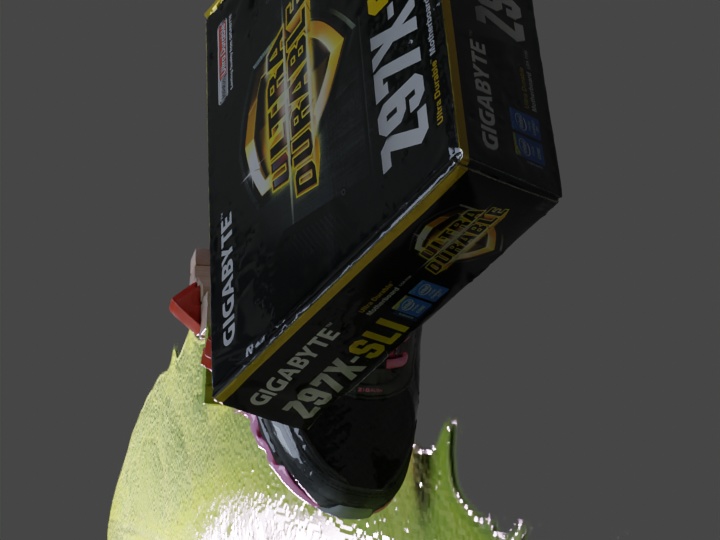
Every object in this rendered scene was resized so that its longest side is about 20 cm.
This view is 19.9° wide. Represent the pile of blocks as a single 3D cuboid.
[{"bbox_3d":[-0.084,0.043,1.244,0.200,0.062,0.083,-120,36,-71],"label":"pile of blocks"}]

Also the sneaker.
[{"bbox_3d":[0.000,0.000,0.848,0.095,0.079,0.201,143,130,-60],"label":"sneaker"}]

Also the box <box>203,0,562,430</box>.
[{"bbox_3d":[0.000,-0.066,0.774,0.160,0.049,0.201,-42,39,39],"label":"box"}]
